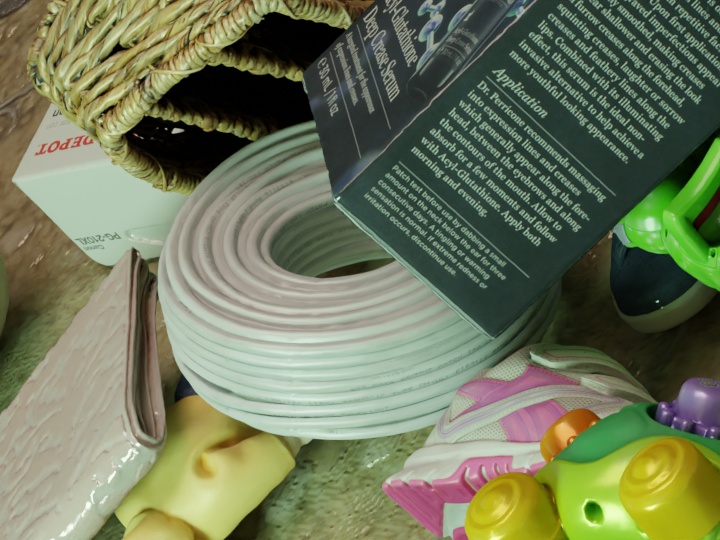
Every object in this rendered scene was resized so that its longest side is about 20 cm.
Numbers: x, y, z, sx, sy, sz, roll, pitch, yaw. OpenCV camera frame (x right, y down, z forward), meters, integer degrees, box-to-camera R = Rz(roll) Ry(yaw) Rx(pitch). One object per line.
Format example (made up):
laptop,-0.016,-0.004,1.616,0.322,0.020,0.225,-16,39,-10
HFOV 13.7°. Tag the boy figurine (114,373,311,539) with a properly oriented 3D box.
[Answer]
boy figurine,-0.075,0.101,1.526,0.124,0.064,0.200,-14,45,39

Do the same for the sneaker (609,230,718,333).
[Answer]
sneaker,0.137,-0.062,1.445,0.075,0.085,0.200,-23,39,31

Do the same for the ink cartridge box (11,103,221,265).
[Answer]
ink cartridge box,-0.096,-0.112,1.759,0.144,0.084,0.200,-8,48,44

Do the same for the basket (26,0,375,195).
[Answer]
basket,-0.053,-0.095,1.561,0.149,0.200,0.143,35,105,38

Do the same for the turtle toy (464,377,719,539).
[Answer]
turtle toy,0.148,0.099,1.207,0.200,0.146,0.101,-17,38,36

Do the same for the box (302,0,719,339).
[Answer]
box,0.083,-0.096,1.352,0.200,0.107,0.149,-44,23,13

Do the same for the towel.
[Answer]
towel,-0.165,0.108,1.583,0.200,0.032,0.191,-51,20,23

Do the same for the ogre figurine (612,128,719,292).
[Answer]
ogre figurine,0.187,-0.038,1.336,0.200,0.098,0.120,38,74,27

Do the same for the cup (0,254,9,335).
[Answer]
cup,-0.289,0.024,1.759,0.200,0.201,0.143,-8,22,44

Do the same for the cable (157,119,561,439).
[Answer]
cable,0.000,0.000,1.487,0.199,0.069,0.200,12,42,30

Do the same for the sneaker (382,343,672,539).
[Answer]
sneaker,0.099,0.071,1.348,0.200,0.081,0.088,-5,52,45
